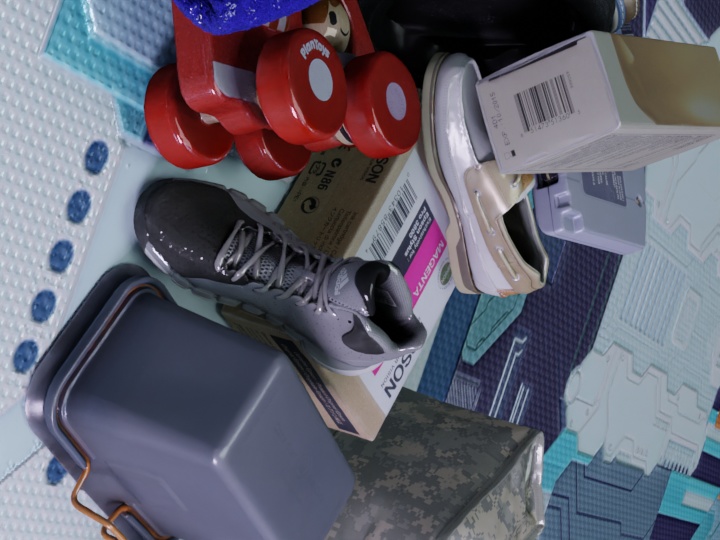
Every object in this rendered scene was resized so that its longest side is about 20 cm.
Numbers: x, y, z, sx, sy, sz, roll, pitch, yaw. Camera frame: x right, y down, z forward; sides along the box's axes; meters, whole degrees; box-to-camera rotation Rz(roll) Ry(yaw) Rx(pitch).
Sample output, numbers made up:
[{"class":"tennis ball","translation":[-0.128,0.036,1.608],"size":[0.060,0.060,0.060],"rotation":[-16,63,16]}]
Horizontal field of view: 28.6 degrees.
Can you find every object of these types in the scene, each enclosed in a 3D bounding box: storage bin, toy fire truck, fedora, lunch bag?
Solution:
[{"class":"storage bin","translation":[-0.099,0.114,0.891],"size":[0.146,0.134,0.200],"rotation":[-57,145,-25]},{"class":"toy fire truck","translation":[-0.049,-0.151,0.886],"size":[0.200,0.112,0.169],"rotation":[3,80,-56]},{"class":"fedora","translation":[0.081,-0.208,1.021],"size":[0.201,0.200,0.092],"rotation":[45,38,-56]},{"class":"lunch bag","translation":[0.031,0.194,1.110],"size":[0.200,0.163,0.118],"rotation":[-36,132,-45]}]

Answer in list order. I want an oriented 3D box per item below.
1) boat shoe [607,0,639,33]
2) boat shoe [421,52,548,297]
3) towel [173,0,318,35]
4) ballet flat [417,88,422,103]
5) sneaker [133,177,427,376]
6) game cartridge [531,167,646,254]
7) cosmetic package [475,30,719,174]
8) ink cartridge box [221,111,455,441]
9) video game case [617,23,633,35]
[{"class":"boat shoe","translation":[0.181,-0.258,1.091],"size":[0.072,0.201,0.072],"rotation":[-16,137,-3]},{"class":"boat shoe","translation":[0.096,-0.070,1.042],"size":[0.075,0.068,0.201],"rotation":[-55,140,-43]},{"class":"towel","translation":[-0.057,-0.219,0.804],"size":[0.148,0.050,0.200],"rotation":[54,41,1]},{"class":"ballet flat","translation":[0.087,-0.204,1.109],"size":[0.072,0.071,0.201],"rotation":[7,99,-59]},{"class":"sneaker","translation":[-0.038,-0.004,0.881],"size":[0.200,0.115,0.075],"rotation":[32,69,-24]},{"class":"game cartridge","translation":[0.179,-0.115,1.133],"size":[0.133,0.041,0.201],"rotation":[10,69,-45]},{"class":"cosmetic package","translation":[0.184,-0.119,1.030],"size":[0.200,0.105,0.071],"rotation":[-6,79,-53]},{"class":"ink cartridge box","translation":[0.000,0.000,1.055],"size":[0.201,0.075,0.165],"rotation":[-62,146,-21]},{"class":"video game case","translation":[0.187,-0.211,1.231],"size":[0.200,0.023,0.183],"rotation":[-17,90,-54]}]
